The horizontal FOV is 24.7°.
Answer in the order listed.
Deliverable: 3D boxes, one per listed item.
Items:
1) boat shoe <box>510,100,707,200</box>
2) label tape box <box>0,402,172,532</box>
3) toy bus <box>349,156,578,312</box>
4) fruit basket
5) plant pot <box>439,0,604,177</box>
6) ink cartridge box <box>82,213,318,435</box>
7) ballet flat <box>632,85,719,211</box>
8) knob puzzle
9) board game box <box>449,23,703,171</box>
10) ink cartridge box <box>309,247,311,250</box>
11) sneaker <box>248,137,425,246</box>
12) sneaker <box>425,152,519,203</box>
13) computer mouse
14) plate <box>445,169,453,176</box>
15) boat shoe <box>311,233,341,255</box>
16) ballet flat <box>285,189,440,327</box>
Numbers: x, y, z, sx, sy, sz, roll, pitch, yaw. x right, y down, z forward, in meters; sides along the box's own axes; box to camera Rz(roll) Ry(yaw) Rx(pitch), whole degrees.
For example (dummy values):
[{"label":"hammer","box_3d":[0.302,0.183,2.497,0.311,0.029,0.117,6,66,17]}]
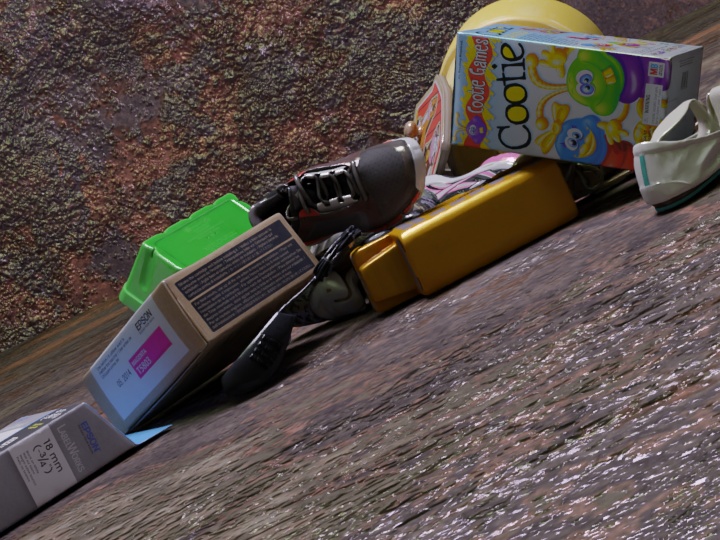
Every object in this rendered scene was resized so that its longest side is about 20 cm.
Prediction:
[{"label":"boat shoe","box_3d":[0.233,-0.119,1.560,0.199,0.074,0.063,-27,3,-9]},{"label":"label tape box","box_3d":[-0.287,0.166,1.458,0.199,0.064,0.144,-32,8,-35]},{"label":"toy bus","box_3d":[0.092,-0.032,1.487,0.199,0.066,0.078,-27,8,-8]},{"label":"fruit basket","box_3d":[-0.202,0.026,2.078,0.215,0.155,0.217,-40,-31,-30]},{"label":"plant pot","box_3d":[0.173,-0.172,1.799,0.199,0.202,0.189,-23,23,29]},{"label":"ink cartridge box","box_3d":[-0.150,0.051,1.540,0.164,0.075,0.200,-33,-8,-43]},{"label":"ballet flat","box_3d":[0.291,-0.116,1.330,0.199,0.070,0.069,-31,7,-34]},{"label":"knob puzzle","box_3d":[0.062,-0.117,1.776,0.030,0.222,0.220,11,1,-8]},{"label":"board game box","box_3d":[0.193,-0.156,1.471,0.198,0.104,0.105,11,17,26]},{"label":"ink cartridge box","box_3d":[-0.060,-0.013,1.986,0.199,0.060,0.104,-21,8,42]},{"label":"sneaker","box_3d":[-0.026,-0.067,1.529,0.199,0.078,0.081,-25,-17,39]},{"label":"sneaker","box_3d":[0.087,-0.053,1.645,0.199,0.081,0.086,-29,14,39]},{"label":"computer mouse","box_3d":[-0.055,0.037,1.461,0.200,0.034,0.059,-51,2,-22]},{"label":"plate","box_3d":[0.069,-0.100,2.004,0.198,0.033,0.199,-1,-1,-15]},{"label":"boat shoe","box_3d":[-0.018,-0.027,1.709,0.073,0.066,0.200,-21,-14,-27]},{"label":"ballet flat","box_3d":[0.000,0.000,1.586,0.200,0.072,0.072,-38,4,10]}]
